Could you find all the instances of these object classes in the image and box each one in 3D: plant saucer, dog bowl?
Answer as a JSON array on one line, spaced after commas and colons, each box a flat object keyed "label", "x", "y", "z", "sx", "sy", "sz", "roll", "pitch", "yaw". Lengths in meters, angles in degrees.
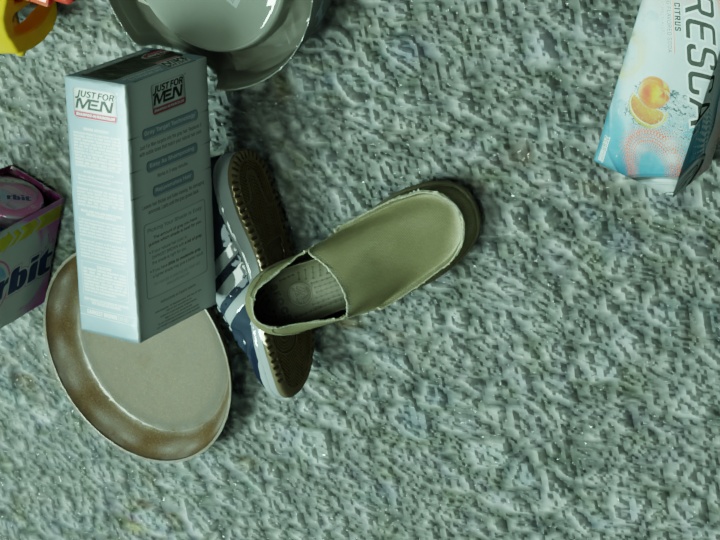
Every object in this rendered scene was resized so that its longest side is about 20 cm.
[{"label": "plant saucer", "x": -0.184, "y": 0.067, "z": 1.733, "sx": 0.199, "sy": 0.032, "sz": 0.201, "roll": 14, "pitch": 118, "yaw": 28}, {"label": "dog bowl", "x": -0.104, "y": -0.237, "z": 1.520, "sx": 0.199, "sy": 0.059, "sz": 0.201, "roll": 15, "pitch": 120, "yaw": 28}]

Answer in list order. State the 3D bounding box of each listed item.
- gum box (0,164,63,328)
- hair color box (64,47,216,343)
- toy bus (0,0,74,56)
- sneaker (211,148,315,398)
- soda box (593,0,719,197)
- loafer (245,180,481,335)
[{"label": "gum box", "x": -0.343, "y": 0.005, "z": 1.702, "sx": 0.066, "sy": 0.200, "sz": 0.114, "roll": 30, "pitch": 127, "yaw": 19}, {"label": "hair color box", "x": -0.164, "y": -0.058, "z": 1.535, "sx": 0.060, "sy": 0.099, "sz": 0.201, "roll": 12, "pitch": 114, "yaw": 30}, {"label": "toy bus", "x": -0.293, "y": -0.237, "z": 1.618, "sx": 0.191, "sy": 0.136, "sz": 0.201, "roll": 20, "pitch": 125, "yaw": 7}, {"label": "sneaker", "x": -0.108, "y": 0.007, "z": 1.628, "sx": 0.108, "sy": 0.070, "sz": 0.201, "roll": -7, "pitch": 101, "yaw": 33}, {"label": "soda box", "x": 0.217, "y": -0.154, "z": 1.331, "sx": 0.063, "sy": 0.068, "sz": 0.201, "roll": 26, "pitch": 123, "yaw": 22}, {"label": "loafer", "x": 0.000, "y": 0.000, "z": 1.522, "sx": 0.200, "sy": 0.067, "sz": 0.076, "roll": -30, "pitch": 97, "yaw": 16}]
